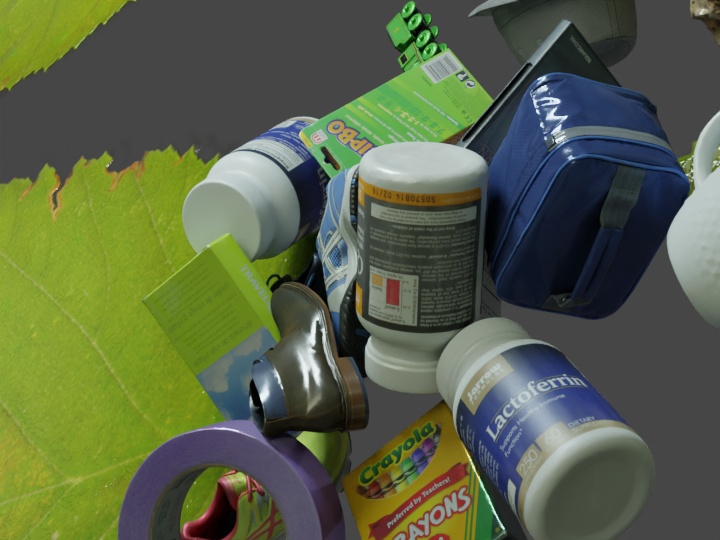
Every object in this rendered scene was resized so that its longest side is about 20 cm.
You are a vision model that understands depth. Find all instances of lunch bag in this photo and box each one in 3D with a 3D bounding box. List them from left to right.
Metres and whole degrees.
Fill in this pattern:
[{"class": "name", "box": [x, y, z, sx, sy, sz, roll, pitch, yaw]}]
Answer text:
[{"class": "lunch bag", "box": [0.185, -0.050, 1.238, 0.133, 0.134, 0.201, -99, 24, -48]}]

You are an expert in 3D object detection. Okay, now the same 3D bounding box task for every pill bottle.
[{"class": "pill bottle", "box": [-0.096, -0.081, 1.511, 0.115, 0.117, 0.200, -17, 13, 34]}, {"class": "pill bottle", "box": [0.052, -0.003, 1.254, 0.116, 0.115, 0.203, 29, 123, 52]}, {"class": "pill bottle", "box": [0.144, 0.129, 1.171, 0.116, 0.116, 0.200, -44, 37, 4]}]

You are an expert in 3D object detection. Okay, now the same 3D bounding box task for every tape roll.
[{"class": "tape roll", "box": [-0.116, 0.238, 1.278, 0.197, 0.066, 0.203, 0, 90, 19]}]

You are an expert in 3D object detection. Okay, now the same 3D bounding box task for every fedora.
[{"class": "fedora", "box": [0.208, -0.243, 1.432, 0.199, 0.175, 0.092, -14, 89, 58]}]

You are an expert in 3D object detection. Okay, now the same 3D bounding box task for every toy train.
[{"class": "toy train", "box": [0.073, -0.240, 1.630, 0.056, 0.042, 0.201, -44, 36, 20]}]

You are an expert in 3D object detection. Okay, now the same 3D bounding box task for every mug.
[{"class": "mug", "box": [0.330, -0.054, 1.116, 0.174, 0.147, 0.202, -31, 53, 28]}]

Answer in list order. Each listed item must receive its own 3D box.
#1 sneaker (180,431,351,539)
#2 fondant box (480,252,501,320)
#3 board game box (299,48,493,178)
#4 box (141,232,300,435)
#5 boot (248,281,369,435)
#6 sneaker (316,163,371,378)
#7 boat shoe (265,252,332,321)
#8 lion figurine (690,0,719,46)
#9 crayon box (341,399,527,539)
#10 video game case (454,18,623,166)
[{"class": "sneaker", "box": [-0.090, 0.211, 1.350, 0.200, 0.090, 0.078, -48, 36, -2]}, {"class": "fondant box", "box": [0.068, -0.011, 1.417, 0.143, 0.058, 0.202, -21, 44, 32]}, {"class": "board game box", "box": [0.040, -0.152, 1.500, 0.199, 0.030, 0.096, -29, 65, -19]}, {"class": "box", "box": [-0.119, 0.078, 1.431, 0.122, 0.201, 0.048, -35, 0, 36]}, {"class": "boot", "box": [-0.071, 0.078, 1.312, 0.096, 0.076, 0.200, -8, 35, -21]}, {"class": "sneaker", "box": [0.000, 0.000, 1.346, 0.077, 0.075, 0.203, 1, 88, 57]}, {"class": "boat shoe", "box": [-0.066, 0.028, 1.460, 0.200, 0.068, 0.085, -46, 30, 44]}, {"class": "lion figurine", "box": [0.358, -0.260, 1.277, 0.121, 0.200, 0.074, 8, 81, 14]}, {"class": "crayon box", "box": [0.058, 0.204, 1.243, 0.127, 0.051, 0.201, -40, 37, 11]}, {"class": "video game case", "box": [0.166, -0.113, 1.339, 0.200, 0.143, 0.019, -50, 35, -3]}]
